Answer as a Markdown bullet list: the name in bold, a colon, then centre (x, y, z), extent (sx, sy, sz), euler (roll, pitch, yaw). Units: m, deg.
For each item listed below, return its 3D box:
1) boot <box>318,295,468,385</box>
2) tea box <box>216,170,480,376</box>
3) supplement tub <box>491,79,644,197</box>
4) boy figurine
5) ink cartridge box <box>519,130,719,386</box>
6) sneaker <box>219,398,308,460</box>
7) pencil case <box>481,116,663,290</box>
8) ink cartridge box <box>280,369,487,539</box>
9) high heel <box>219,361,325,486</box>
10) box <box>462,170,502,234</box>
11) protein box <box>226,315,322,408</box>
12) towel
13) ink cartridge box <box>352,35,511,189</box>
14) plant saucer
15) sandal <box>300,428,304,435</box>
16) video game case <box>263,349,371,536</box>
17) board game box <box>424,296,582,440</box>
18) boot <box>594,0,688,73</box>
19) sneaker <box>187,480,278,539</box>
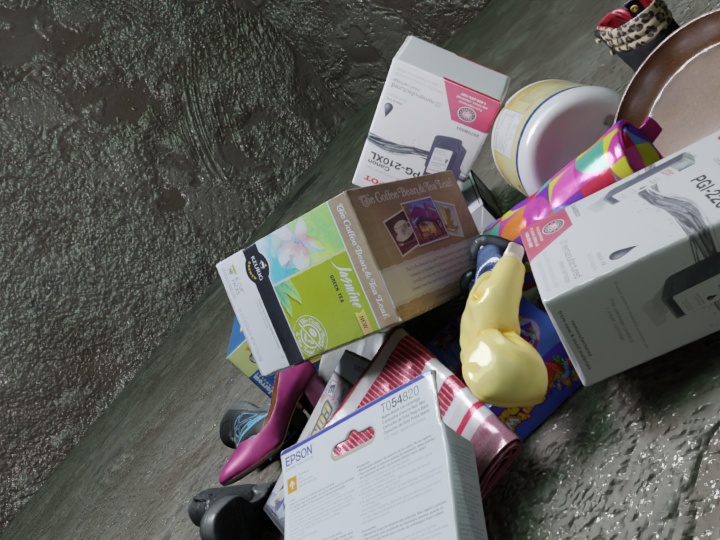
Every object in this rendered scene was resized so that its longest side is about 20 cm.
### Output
- **boot**: centre (0.039, 0.077, 0.985), extent (0.182, 0.073, 0.200), euler (-51, 10, -24)
- **tea box**: centre (0.000, 0.000, 0.790), extent (0.197, 0.134, 0.200), euler (-27, -5, 38)
- **supplement tub**: centre (0.234, -0.146, 0.876), extent (0.144, 0.144, 0.200), euler (-43, 14, 10)
- **boy figurine**: centre (0.117, 0.039, 0.636), extent (0.200, 0.064, 0.125), euler (-81, 2, -63)
- **ink cartridge box**: centre (0.233, -0.018, 0.566), extent (0.200, 0.085, 0.146), euler (-26, 20, 15)
- **sneaker**: centre (-0.158, 0.234, 1.071), extent (0.200, 0.073, 0.082), euler (-28, 22, 51)
- **pencil case**: centre (0.206, -0.058, 0.724), extent (0.200, 0.088, 0.088), euler (-40, 14, 41)
- **ink cartridge box**: centre (0.011, 0.206, 0.584), extent (0.199, 0.041, 0.200), euler (-35, 44, 36)
- **high heel**: centre (-0.127, 0.184, 0.963), extent (0.200, 0.096, 0.067), euler (-38, -6, -43)
- **box**: centre (0.141, -0.069, 1.094), extent (0.117, 0.060, 0.200), euler (-41, 15, 17)
- **protein box**: centre (-0.087, 0.081, 1.168), extent (0.199, 0.135, 0.200), euler (-44, 14, 5)
- **towel**: centre (0.039, 0.148, 0.654), extent (0.144, 0.023, 0.200), euler (-55, 34, 5)
- **ink cartridge box**: centre (0.089, -0.182, 0.997), extent (0.084, 0.145, 0.200), euler (-63, -4, -48)
- **plant saucer**: centre (0.321, -0.140, 0.688), extent (0.200, 0.034, 0.201), euler (-30, 53, 50)
- **sandal**: centre (-0.025, 0.176, 0.884), extent (0.201, 0.057, 0.080), euler (-31, 18, 47)
- **video game case**: centre (-0.018, 0.189, 0.764), extent (0.200, 0.025, 0.181), euler (-62, 24, -7)
- **board game box**: centre (0.127, 0.090, 0.724), extent (0.134, 0.045, 0.200), euler (-44, 14, 3)
- **boot**: centre (0.322, -0.226, 0.834), extent (0.073, 0.151, 0.200), euler (-43, 13, 8)
- **sneaker**: centre (-0.155, 0.278, 0.850), extent (0.104, 0.060, 0.200), euler (-14, -7, 18)
